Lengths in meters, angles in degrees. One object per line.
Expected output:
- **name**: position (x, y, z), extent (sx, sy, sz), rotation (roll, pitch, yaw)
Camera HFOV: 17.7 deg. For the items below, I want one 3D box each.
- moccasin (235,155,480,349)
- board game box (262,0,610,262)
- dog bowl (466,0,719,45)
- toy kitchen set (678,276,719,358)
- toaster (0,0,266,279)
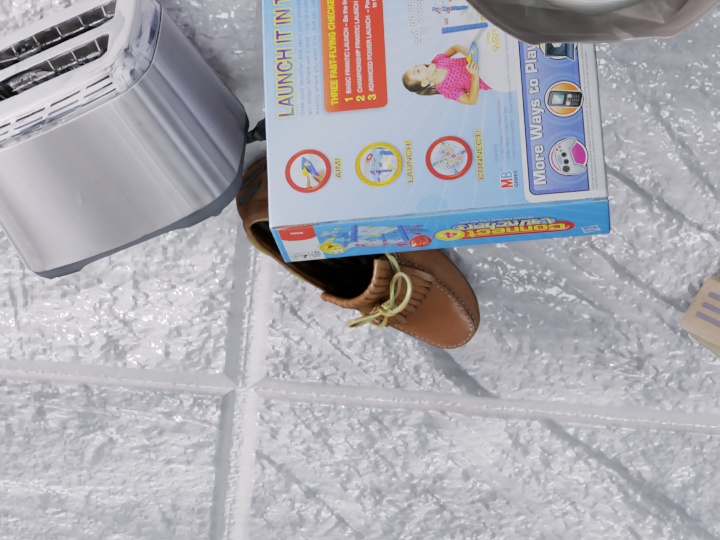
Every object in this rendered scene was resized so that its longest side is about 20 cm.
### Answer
- **moccasin**: position (0.001, -0.001, 1.562), extent (0.073, 0.078, 0.201), rotation (-32, 126, 29)
- **board game box**: position (0.042, -0.114, 1.361), extent (0.194, 0.202, 0.056), rotation (-5, 159, 6)
- **dog bowl**: position (0.130, -0.221, 1.289), extent (0.198, 0.059, 0.202), rotation (1, 99, 5)
- **toy kitchen set**: position (0.315, -0.022, 1.541), extent (0.163, 0.180, 0.201), rotation (35, 86, -33)
- **toaster**: position (-0.161, -0.089, 1.453), extent (0.199, 0.114, 0.129), rotation (-20, 130, 22)
